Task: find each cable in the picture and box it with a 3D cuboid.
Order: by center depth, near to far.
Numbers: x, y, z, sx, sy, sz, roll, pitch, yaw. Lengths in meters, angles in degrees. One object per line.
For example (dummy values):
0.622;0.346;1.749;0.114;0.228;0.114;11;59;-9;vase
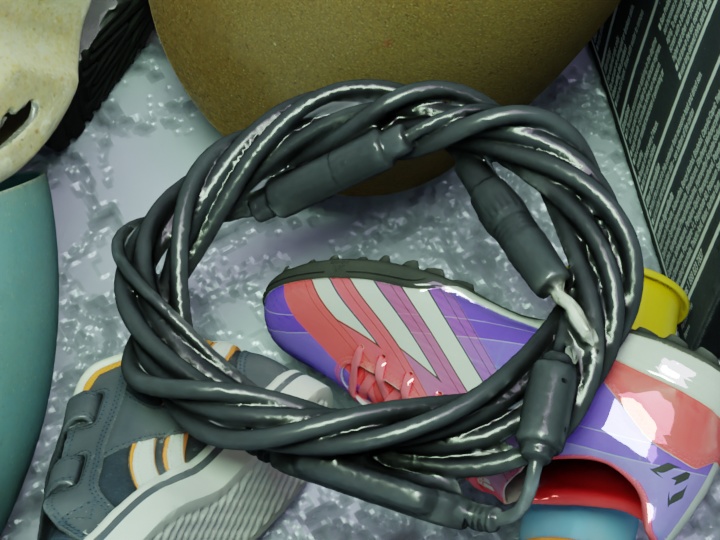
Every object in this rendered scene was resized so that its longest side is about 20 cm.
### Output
0.000;0.000;0.822;0.198;0.051;0.164;17;75;20;cable

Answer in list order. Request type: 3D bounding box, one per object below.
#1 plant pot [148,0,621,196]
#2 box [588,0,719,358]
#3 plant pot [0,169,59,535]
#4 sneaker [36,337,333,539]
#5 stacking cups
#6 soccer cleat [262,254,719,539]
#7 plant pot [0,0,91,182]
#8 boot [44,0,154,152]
0.038;-0.141;0.885;0.185;0.200;0.188;6;77;-28;plant pot
0.179;-0.101;0.912;0.122;0.200;0.200;-10;64;-10;box
-0.197;0.052;0.819;0.198;0.200;0.136;-15;98;-13;plant pot
-0.088;0.088;0.833;0.079;0.079;0.200;23;30;16;sneaker
0.091;0.099;0.885;0.060;0.061;0.202;10;66;0;stacking cups
0.042;0.048;0.854;0.198;0.068;0.074;15;66;23;soccer cleat
-0.202;-0.098;0.796;0.182;0.201;0.201;9;55;39;plant pot
-0.150;-0.168;0.981;0.157;0.080;0.212;29;64;9;boot
